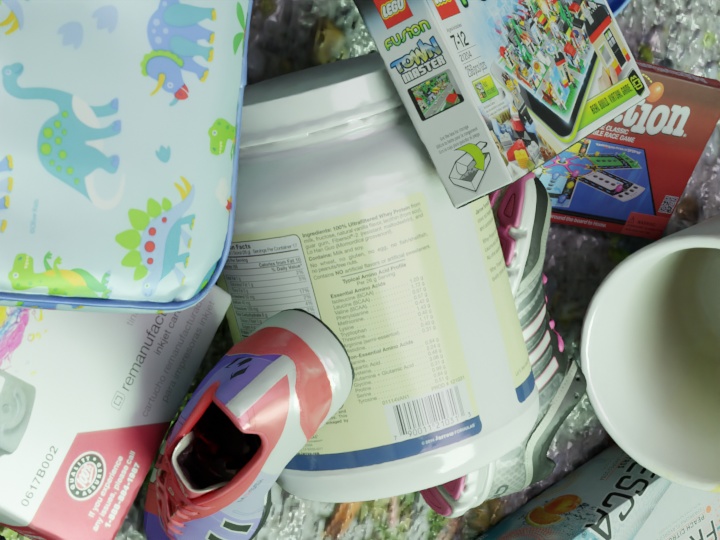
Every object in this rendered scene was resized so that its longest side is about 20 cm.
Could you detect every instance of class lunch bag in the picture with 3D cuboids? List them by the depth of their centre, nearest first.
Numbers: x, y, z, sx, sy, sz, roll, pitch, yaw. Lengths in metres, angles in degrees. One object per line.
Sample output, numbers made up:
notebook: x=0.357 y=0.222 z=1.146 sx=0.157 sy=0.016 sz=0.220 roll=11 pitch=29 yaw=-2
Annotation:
lunch bag: x=-0.131 y=-0.084 z=0.821 sx=0.161 sy=0.082 sz=0.200 roll=4 pitch=92 yaw=-37

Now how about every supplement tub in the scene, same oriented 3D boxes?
supplement tub: x=0.000 y=0.000 z=0.981 sx=0.145 sy=0.145 sz=0.200 roll=-22 pitch=103 yaw=-32

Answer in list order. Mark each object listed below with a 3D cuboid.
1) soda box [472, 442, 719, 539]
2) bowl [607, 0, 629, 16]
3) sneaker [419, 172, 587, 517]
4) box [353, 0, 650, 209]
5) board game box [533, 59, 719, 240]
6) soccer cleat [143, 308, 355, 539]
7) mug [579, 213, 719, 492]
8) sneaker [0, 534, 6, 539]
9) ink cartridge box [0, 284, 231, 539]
soda box: x=0.155 y=0.153 z=1.168 sx=0.200 sy=0.064 sz=0.068 roll=-30 pitch=112 yaw=-30
bowl: x=0.090 y=-0.224 z=1.089 sx=0.201 sy=0.039 sz=0.201 roll=-5 pitch=99 yaw=-36
sneaker: x=0.084 y=0.038 z=1.097 sx=0.087 sy=0.074 sz=0.200 roll=0 pitch=102 yaw=-36
box: x=0.076 y=-0.109 z=0.977 sx=0.110 sy=0.035 sz=0.200 roll=64 pitch=31 yaw=-4
board game box: x=0.117 y=-0.077 z=1.115 sx=0.200 sy=0.019 sz=0.103 roll=8 pitch=115 yaw=-36
soccer cleat: x=-0.072 y=0.093 z=0.931 sx=0.068 sy=0.200 sz=0.073 roll=47 pitch=48 yaw=9
mug: x=0.232 y=0.046 z=1.143 sx=0.187 sy=0.149 sz=0.153 roll=51 pitch=28 yaw=1
sneaker: x=-0.204 y=0.217 z=0.881 sx=0.200 sy=0.070 sz=0.082 roll=-49 pitch=118 yaw=-23
ink cartridge box: x=-0.179 y=0.026 z=0.898 sx=0.200 sy=0.086 sz=0.148 roll=34 pitch=76 yaw=-35
